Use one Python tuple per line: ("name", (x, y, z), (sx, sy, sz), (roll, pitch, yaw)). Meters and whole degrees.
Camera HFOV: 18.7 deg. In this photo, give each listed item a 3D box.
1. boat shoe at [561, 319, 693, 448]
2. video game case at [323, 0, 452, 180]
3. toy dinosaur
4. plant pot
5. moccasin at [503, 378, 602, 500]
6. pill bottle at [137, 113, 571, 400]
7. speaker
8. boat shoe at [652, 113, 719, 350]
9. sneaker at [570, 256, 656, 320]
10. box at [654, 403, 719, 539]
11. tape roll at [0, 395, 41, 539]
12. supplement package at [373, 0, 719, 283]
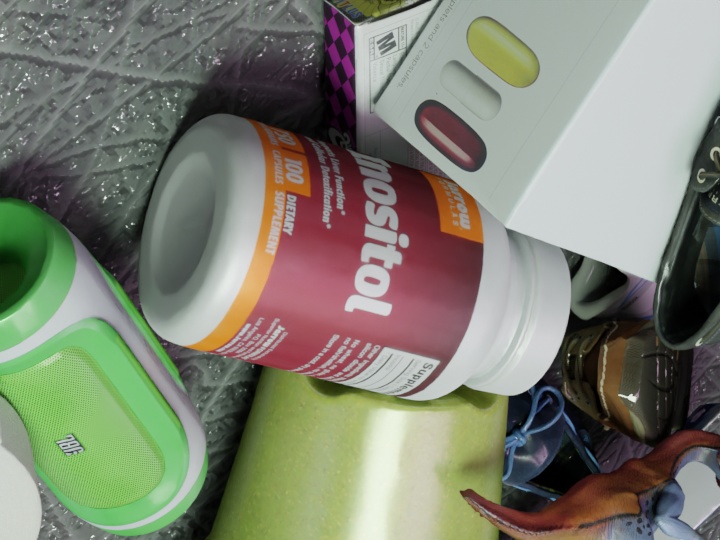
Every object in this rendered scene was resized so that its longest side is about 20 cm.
("boat shoe", (0.155, 0.066, 1.319), (0.200, 0.073, 0.076), (28, 70, -75))
("video game case", (0.063, -0.088, 1.163), (0.180, 0.036, 0.201), (-26, 139, -23))
("toy dinosaur", (0.157, 0.133, 1.200), (0.182, 0.104, 0.201), (-56, 141, -34))
("plant pot", (0.001, 0.125, 1.201), (0.199, 0.200, 0.186), (-8, 118, -38))
("moccasin", (0.100, 0.093, 1.339), (0.081, 0.068, 0.200), (-52, 142, 9))
("pill bottle", (0.000, 0.000, 1.082), (0.199, 0.113, 0.113), (14, 116, -28))
("speaker", (-0.141, 0.052, 1.064), (0.088, 0.088, 0.200), (-38, 142, -8))
("boat shoe", (0.190, -0.037, 1.065), (0.056, 0.069, 0.201), (-23, 140, -30))
("sneaker", (0.171, -0.044, 1.279), (0.086, 0.075, 0.201), (-10, 131, -29))
("box", (0.166, 0.168, 1.390), (0.200, 0.048, 0.122), (-42, 177, -2))
("tape roll", (-0.246, 0.112, 1.005), (0.201, 0.037, 0.204), (-10, 142, -8))
("supplement package", (0.134, -0.116, 1.084), (0.155, 0.111, 0.201), (17, 110, -51))
